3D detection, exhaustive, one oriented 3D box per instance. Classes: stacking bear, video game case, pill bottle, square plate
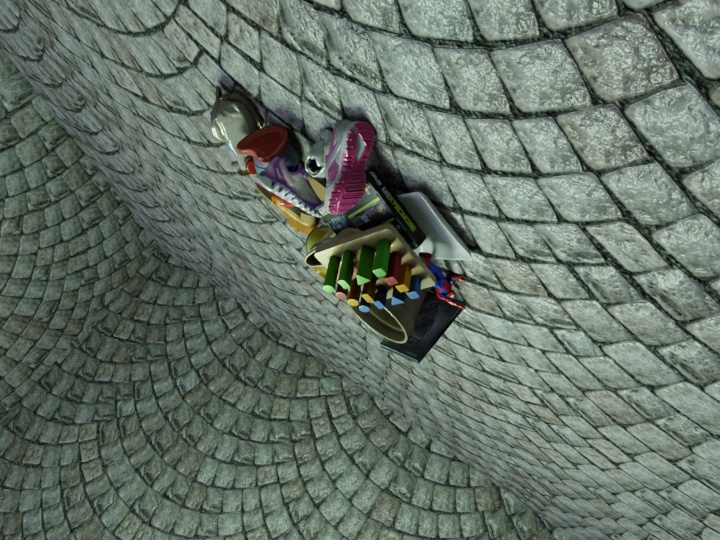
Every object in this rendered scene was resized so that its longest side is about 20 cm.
[{"bbox_3d":[-0.195,-0.235,1.559,0.121,0.114,0.201,25,149,35],"label":"stacking bear"},{"bbox_3d":[0.158,0.141,1.662,0.142,0.200,0.019,17,147,49],"label":"video game case"},{"bbox_3d":[-0.069,-0.060,1.733,0.112,0.112,0.200,45,170,-21],"label":"pill bottle"},{"bbox_3d":[0.134,-0.100,1.413,0.198,0.029,0.199,48,160,-23],"label":"square plate"}]

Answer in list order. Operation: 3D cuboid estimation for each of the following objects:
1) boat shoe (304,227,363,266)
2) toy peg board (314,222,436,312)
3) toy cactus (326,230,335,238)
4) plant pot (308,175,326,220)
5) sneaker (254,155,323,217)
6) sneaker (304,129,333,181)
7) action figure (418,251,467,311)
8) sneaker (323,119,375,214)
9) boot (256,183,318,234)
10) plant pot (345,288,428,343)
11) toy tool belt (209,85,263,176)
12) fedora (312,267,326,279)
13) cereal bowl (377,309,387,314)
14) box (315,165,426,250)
[{"bbox_3d":[-0.052,-0.043,1.454,0.199,0.065,0.073,-9,120,49],"label":"boat shoe"},{"bbox_3d":[0.026,0.023,1.386,0.198,0.099,0.199,-17,134,32],"label":"toy peg board"},{"bbox_3d":[-0.022,-0.097,1.554,0.164,0.102,0.201,-33,103,35],"label":"toy cactus"},{"bbox_3d":[-0.103,-0.190,1.667,0.199,0.028,0.200,35,162,13],"label":"plant pot"},{"bbox_3d":[-0.141,-0.193,1.475,0.199,0.089,0.080,29,-179,-37],"label":"sneaker"},{"bbox_3d":[-0.094,-0.240,1.443,0.075,0.081,0.200,37,164,-1],"label":"sneaker"},{"bbox_3d":[0.201,0.030,1.506,0.098,0.066,0.200,21,169,32],"label":"action figure"},{"bbox_3d":[-0.033,-0.212,1.306,0.080,0.202,0.088,0,-151,-35],"label":"sneaker"},{"bbox_3d":[-0.208,-0.173,1.836,0.200,0.071,0.144,32,159,7],"label":"boot"},{"bbox_3d":[0.086,0.052,1.628,0.199,0.174,0.201,35,159,15],"label":"plant pot"},{"bbox_3d":[-0.297,-0.343,1.578,0.201,0.124,0.124,65,180,-48],"label":"toy tool belt"},{"bbox_3d":[-0.090,-0.020,1.954,0.200,0.082,0.201,35,162,13],"label":"fedora"},{"bbox_3d":[0.085,0.078,1.801,0.199,0.084,0.200,35,-175,-3],"label":"cereal bowl"},{"bbox_3d":[0.020,-0.105,1.418,0.194,0.048,0.199,53,142,-9],"label":"box"}]
